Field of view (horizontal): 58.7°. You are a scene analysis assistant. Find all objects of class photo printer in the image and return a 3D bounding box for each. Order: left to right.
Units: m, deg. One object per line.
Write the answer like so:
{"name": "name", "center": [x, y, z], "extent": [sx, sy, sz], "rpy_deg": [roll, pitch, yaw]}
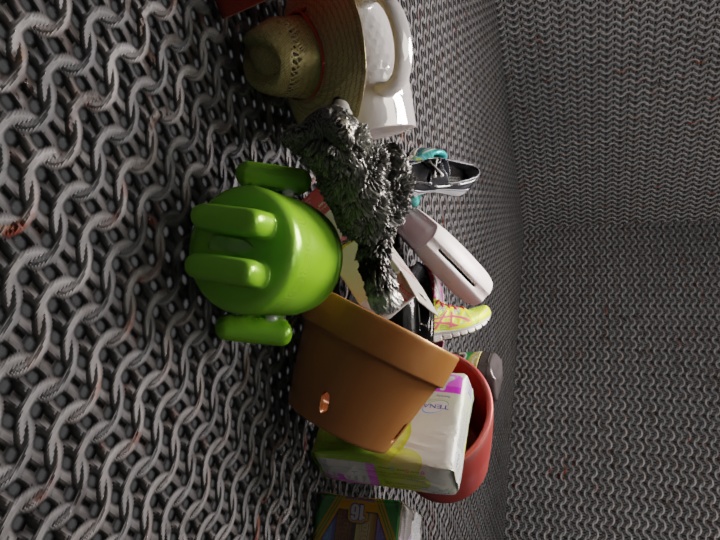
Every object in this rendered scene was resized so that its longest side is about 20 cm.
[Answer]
{"name": "photo printer", "center": [0.151, -0.026, 1.156], "extent": [0.166, 0.069, 0.200], "rpy_deg": [43, 6, -18]}

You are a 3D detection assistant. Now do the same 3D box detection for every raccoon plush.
{"name": "raccoon plush", "center": [0.000, -0.063, 0.609], "extent": [0.133, 0.096, 0.203], "rpy_deg": [8, 61, -65]}

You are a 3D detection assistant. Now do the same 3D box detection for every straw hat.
{"name": "straw hat", "center": [-0.079, -0.225, 0.673], "extent": [0.084, 0.200, 0.205], "rpy_deg": [-12, 103, -29]}

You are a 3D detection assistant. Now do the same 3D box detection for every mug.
{"name": "mug", "center": [-0.003, -0.253, 0.767], "extent": [0.145, 0.199, 0.179], "rpy_deg": [-13, 97, -29]}

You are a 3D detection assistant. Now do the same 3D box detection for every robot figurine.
{"name": "robot figurine", "center": [-0.087, -0.016, 0.624], "extent": [0.200, 0.114, 0.179], "rpy_deg": [9, 86, -70]}

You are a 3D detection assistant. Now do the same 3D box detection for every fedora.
{"name": "fedora", "center": [0.067, 0.079, 1.082], "extent": [0.200, 0.090, 0.205], "rpy_deg": [-2, 90, -74]}

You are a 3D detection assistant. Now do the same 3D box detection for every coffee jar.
{"name": "coffee jar", "center": [0.163, 0.198, 1.186], "extent": [0.104, 0.196, 0.087], "rpy_deg": [-40, 126, -64]}

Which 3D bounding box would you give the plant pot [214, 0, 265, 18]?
{"name": "plant pot", "center": [-0.067, -0.395, 0.610], "extent": [0.178, 0.197, 0.202], "rpy_deg": [60, 33, -34]}

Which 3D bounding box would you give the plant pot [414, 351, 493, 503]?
{"name": "plant pot", "center": [0.115, 0.251, 0.977], "extent": [0.179, 0.197, 0.203], "rpy_deg": [65, 31, -46]}

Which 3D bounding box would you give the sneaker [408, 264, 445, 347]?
{"name": "sneaker", "center": [0.139, 0.085, 1.298], "extent": [0.088, 0.080, 0.204], "rpy_deg": [-17, 106, -67]}

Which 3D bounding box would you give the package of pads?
{"name": "package of pads", "center": [0.045, 0.210, 0.857], "extent": [0.156, 0.196, 0.069], "rpy_deg": [-71, 153, -43]}

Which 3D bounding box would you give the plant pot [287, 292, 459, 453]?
{"name": "plant pot", "center": [0.000, 0.123, 0.772], "extent": [0.142, 0.198, 0.200], "rpy_deg": [-63, 156, -3]}

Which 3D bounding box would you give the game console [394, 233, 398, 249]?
{"name": "game console", "center": [0.016, -0.096, 1.050], "extent": [0.200, 0.030, 0.180], "rpy_deg": [-39, 122, -66]}

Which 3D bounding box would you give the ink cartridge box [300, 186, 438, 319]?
{"name": "ink cartridge box", "center": [0.010, -0.011, 0.813], "extent": [0.201, 0.067, 0.116], "rpy_deg": [55, 9, 23]}

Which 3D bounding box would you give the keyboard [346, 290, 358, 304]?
{"name": "keyboard", "center": [0.000, 0.000, 0.935], "extent": [0.203, 0.039, 0.104], "rpy_deg": [-67, 164, -1]}

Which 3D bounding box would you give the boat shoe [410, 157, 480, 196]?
{"name": "boat shoe", "center": [0.140, -0.180, 1.196], "extent": [0.197, 0.068, 0.073], "rpy_deg": [2, 66, -31]}

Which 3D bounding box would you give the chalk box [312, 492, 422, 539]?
{"name": "chalk box", "center": [0.003, 0.414, 0.848], "extent": [0.125, 0.121, 0.203], "rpy_deg": [57, 38, -57]}

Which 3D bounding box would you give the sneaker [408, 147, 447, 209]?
{"name": "sneaker", "center": [0.125, -0.194, 1.276], "extent": [0.201, 0.078, 0.079], "rpy_deg": [-66, 148, -48]}

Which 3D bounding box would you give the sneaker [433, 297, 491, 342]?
{"name": "sneaker", "center": [0.153, 0.086, 1.207], "extent": [0.078, 0.196, 0.092], "rpy_deg": [151, -75, -78]}
